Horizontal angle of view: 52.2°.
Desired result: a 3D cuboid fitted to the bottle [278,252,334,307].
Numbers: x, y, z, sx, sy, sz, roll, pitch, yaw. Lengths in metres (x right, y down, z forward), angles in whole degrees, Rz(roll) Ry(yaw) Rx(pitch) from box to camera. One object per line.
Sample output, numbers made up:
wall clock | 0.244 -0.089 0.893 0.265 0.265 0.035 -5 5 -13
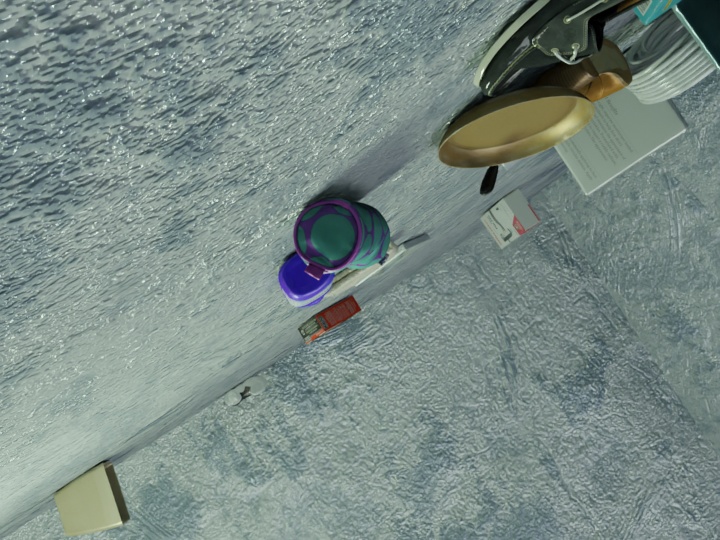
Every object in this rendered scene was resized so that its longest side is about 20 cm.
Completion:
bottle | -0.082 0.017 1.125 0.083 0.066 0.200 -34 175 -9

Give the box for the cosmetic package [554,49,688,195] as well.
cosmetic package | 0.455 -0.264 1.318 0.199 0.166 0.165 -34 175 26

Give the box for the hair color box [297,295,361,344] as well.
hair color box | -0.096 0.154 2.318 0.101 0.062 0.199 -37 173 40

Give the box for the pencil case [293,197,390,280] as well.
pencil case | -0.017 -0.039 0.896 0.093 0.084 0.200 -62 170 6

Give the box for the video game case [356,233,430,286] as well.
video game case | 0.086 -0.029 1.985 0.182 0.022 0.200 -37 174 26

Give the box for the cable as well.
cable | 0.463 -0.326 1.047 0.201 0.069 0.199 -55 -166 -29

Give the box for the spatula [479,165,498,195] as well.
spatula | 0.189 -0.160 1.051 0.056 0.021 0.201 -21 -151 28

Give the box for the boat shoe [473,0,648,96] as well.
boat shoe | 0.181 -0.213 0.649 0.199 0.068 0.072 -36 176 39

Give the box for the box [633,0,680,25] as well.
box | 0.366 -0.337 0.738 0.199 0.049 0.082 -35 175 10

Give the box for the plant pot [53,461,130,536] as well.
plant pot | -0.868 0.749 2.364 0.175 0.202 0.200 -20 172 -14

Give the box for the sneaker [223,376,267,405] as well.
sneaker | -0.492 0.511 3.100 0.198 0.076 0.114 -25 172 -26

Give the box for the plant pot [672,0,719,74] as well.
plant pot | 0.536 -0.341 0.864 0.200 0.196 0.196 -46 -168 -8

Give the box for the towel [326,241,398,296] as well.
towel | 0.000 0.000 1.655 0.199 0.035 0.133 -35 175 4

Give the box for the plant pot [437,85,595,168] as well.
plant pot | 0.189 -0.179 0.915 0.197 0.028 0.200 -12 167 -3

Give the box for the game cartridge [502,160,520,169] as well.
game cartridge | 0.282 -0.225 1.152 0.133 0.041 0.200 -33 -173 36

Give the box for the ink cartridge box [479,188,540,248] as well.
ink cartridge box | 0.536 -0.184 2.652 0.084 0.146 0.200 -32 174 -21

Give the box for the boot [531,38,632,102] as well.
boot | 0.276 -0.245 1.002 0.143 0.071 0.200 -30 175 41
